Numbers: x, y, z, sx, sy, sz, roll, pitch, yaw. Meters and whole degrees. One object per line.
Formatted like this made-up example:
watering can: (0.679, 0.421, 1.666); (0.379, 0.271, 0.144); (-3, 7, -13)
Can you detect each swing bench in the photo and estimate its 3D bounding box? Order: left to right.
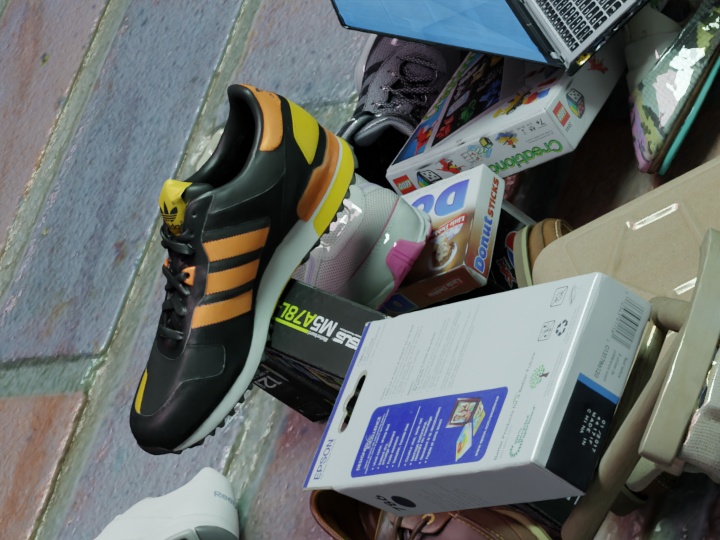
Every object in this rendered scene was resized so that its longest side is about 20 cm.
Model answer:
swing bench: (0.215, 0.079, 1.239); (0.200, 0.198, 0.130); (114, 178, -72)

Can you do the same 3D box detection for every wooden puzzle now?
wooden puzzle: (0.201, 0.013, 1.459); (0.199, 0.046, 0.186); (-31, 39, 7)

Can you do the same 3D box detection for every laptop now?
laptop: (0.090, -0.193, 1.653); (0.200, 0.116, 0.187); (-43, 18, 9)

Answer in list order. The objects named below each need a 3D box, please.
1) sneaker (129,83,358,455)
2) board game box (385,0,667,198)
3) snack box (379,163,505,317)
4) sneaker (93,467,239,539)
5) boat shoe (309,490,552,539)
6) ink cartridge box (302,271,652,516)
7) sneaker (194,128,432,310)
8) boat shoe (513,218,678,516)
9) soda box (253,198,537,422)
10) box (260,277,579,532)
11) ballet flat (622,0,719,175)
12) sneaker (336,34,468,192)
sneaker: (-0.084, -0.004, 1.493); (0.070, 0.090, 0.201); (11, 69, 54)
board game box: (0.106, -0.120, 1.694); (0.126, 0.035, 0.200); (-21, 24, 40)
snack box: (0.000, 0.000, 1.662); (0.200, 0.024, 0.072); (-21, 45, 40)
sneaker: (-0.148, 0.194, 1.781); (0.199, 0.075, 0.087); (-28, 29, 24)
boat shoe: (0.039, 0.155, 1.555); (0.200, 0.067, 0.072); (23, 103, 57)
ink cartridge box: (0.052, 0.062, 1.345); (0.200, 0.039, 0.100); (-11, 53, 57)
sneaker: (-0.037, -0.031, 1.631); (0.200, 0.088, 0.082); (19, 75, 56)
boat shoe: (0.141, 0.042, 1.553); (0.068, 0.072, 0.201); (-35, 47, 19)
soda box: (0.022, 0.023, 1.702); (0.200, 0.071, 0.064); (-24, 45, 38)
box: (0.017, 0.067, 1.564); (0.200, 0.193, 0.048); (21, 75, 54)
ballet flat: (0.196, -0.152, 1.637); (0.200, 0.071, 0.069); (-57, 1, -4)
sneaker: (0.027, -0.095, 1.761); (0.114, 0.075, 0.201); (129, 163, -78)
